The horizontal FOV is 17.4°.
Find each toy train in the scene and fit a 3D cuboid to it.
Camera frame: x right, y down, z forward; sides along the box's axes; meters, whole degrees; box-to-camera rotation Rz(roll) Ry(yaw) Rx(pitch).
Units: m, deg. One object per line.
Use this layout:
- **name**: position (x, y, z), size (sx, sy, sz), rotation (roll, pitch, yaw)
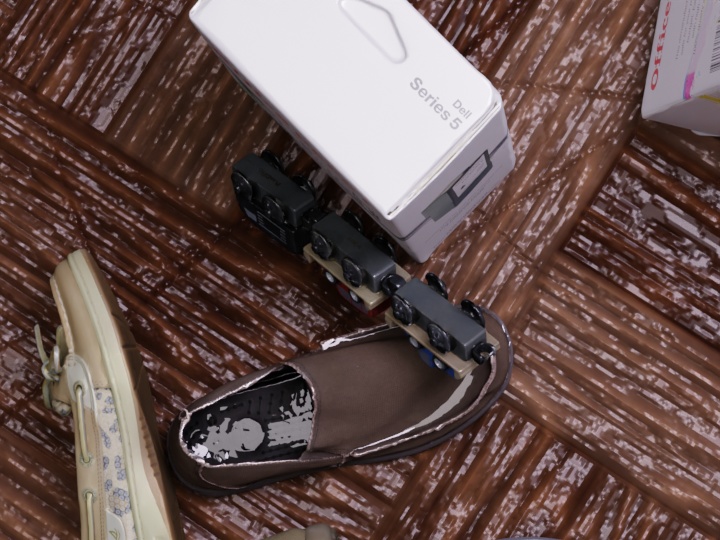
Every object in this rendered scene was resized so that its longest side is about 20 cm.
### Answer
- **toy train**: position (0.000, 0.000, 1.246), size (0.034, 0.046, 0.200), rotation (-34, 51, -25)

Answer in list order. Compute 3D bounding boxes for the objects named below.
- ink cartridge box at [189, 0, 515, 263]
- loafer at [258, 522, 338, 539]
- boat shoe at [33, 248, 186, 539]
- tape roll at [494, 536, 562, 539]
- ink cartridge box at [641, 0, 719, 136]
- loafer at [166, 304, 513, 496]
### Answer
- **ink cartridge box**: position (0.001, -0.091, 1.208), size (0.084, 0.200, 0.145), rotation (-45, 82, 0)
- **loafer**: position (-0.044, 0.235, 1.247), size (0.067, 0.076, 0.202), rotation (1, 76, 8)
- **boat shoe**: position (-0.142, 0.089, 1.268), size (0.062, 0.073, 0.202), rotation (-15, 84, 1)
- **tape roll**: position (0.088, 0.241, 1.234), size (0.198, 0.066, 0.202), rotation (-1, 83, 6)
- **ink cartridge box**: position (0.234, -0.134, 1.201), size (0.124, 0.200, 0.130), rotation (13, 85, -11)
- **loafer**: position (-0.011, 0.074, 1.257), size (0.199, 0.071, 0.074), rotation (-23, 82, 3)
